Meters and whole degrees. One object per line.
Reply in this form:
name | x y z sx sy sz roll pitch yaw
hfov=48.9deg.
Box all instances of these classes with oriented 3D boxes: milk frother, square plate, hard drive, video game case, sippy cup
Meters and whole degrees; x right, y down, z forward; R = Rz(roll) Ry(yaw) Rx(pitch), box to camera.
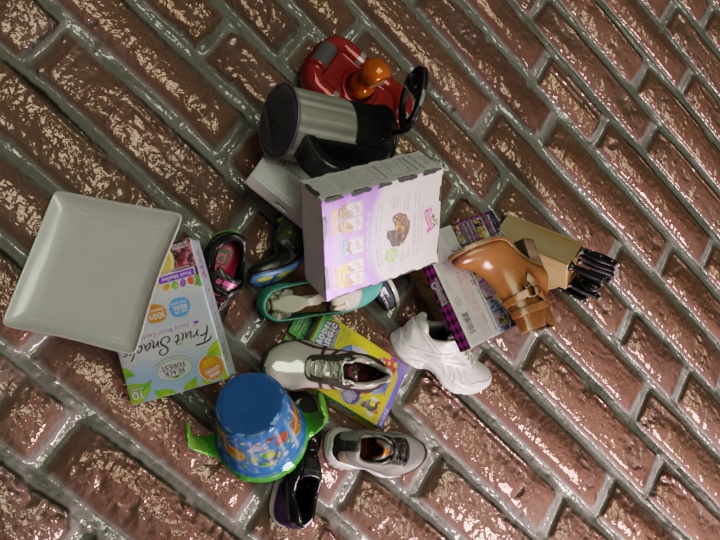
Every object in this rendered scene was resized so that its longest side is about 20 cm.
milk frother | -0.019 -0.235 1.182 0.188 0.181 0.201 4 117 -36
square plate | -0.354 0.001 1.060 0.197 0.028 0.201 11 72 12
hard drive | -0.086 -0.162 1.257 0.132 0.027 0.200 38 46 -12
video game case | 0.193 0.013 1.314 0.181 0.036 0.201 -21 83 -37
sippy cup | -0.144 0.209 1.098 0.140 0.130 0.178 37 66 23

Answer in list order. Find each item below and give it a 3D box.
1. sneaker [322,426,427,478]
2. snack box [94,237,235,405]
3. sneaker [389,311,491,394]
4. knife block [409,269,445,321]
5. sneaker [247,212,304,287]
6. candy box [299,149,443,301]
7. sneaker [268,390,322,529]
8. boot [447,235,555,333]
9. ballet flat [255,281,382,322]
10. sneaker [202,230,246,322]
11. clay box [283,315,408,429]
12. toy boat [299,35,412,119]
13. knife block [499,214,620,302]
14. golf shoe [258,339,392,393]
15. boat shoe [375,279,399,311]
sneaker | 0.036 0.286 1.234 0.200 0.079 0.074 15 71 -41
snack box | -0.269 0.069 1.096 0.142 0.053 0.201 -16 88 3
sneaker | 0.152 0.136 1.316 0.200 0.099 0.078 28 32 -23
knife block | 0.193 0.019 1.386 0.175 0.064 0.200 -33 96 -31
sneaker | -0.114 -0.046 1.238 0.083 0.071 0.200 47 56 -7
candy box | 0.018 -0.068 1.156 0.199 0.072 0.168 -18 128 -24
sneaker | -0.080 0.279 1.172 0.075 0.087 0.201 10 74 -27
boot | 0.232 0.029 1.271 0.200 0.077 0.156 1 71 -44
ballet flat | -0.060 0.043 1.200 0.199 0.070 0.068 -10 104 -3
sneaker | -0.215 0.030 1.151 0.077 0.084 0.201 19 73 -24
clay box | -0.031 0.153 1.250 0.200 0.048 0.115 34 66 -20
toy boat | 0.007 -0.310 1.320 0.200 0.131 0.131 38 64 -17
knife block | 0.360 -0.027 1.432 0.200 0.175 0.064 48 61 -12
golf shoe | -0.049 0.141 1.168 0.199 0.088 0.078 7 80 -24
boat shoe | 0.000 0.000 1.269 0.062 0.075 0.200 -43 130 -15
